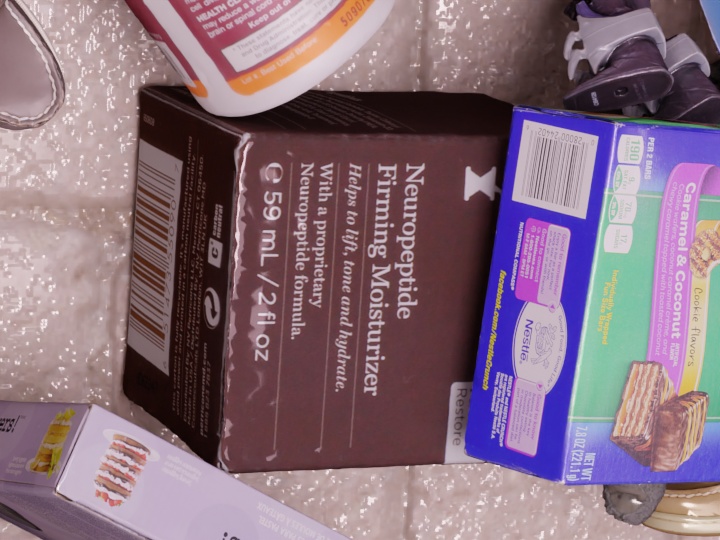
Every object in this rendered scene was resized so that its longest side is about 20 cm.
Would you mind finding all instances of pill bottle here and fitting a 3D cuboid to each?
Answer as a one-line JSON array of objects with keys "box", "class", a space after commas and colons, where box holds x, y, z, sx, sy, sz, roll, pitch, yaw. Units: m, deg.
[{"box": [-0.079, -0.180, 1.274, 0.114, 0.114, 0.200, -40, 116, -10], "class": "pill bottle"}]

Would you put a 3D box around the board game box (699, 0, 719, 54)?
[{"box": [0.209, -0.138, 1.469, 0.158, 0.039, 0.200, 50, 39, -29], "class": "board game box"}]

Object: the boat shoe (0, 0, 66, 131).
[{"box": [-0.214, -0.136, 1.328, 0.072, 0.059, 0.200, -47, 113, -7], "class": "boat shoe"}]

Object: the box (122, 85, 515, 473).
[{"box": [0.000, 0.000, 1.384, 0.199, 0.164, 0.167, -1, 101, -22], "class": "box"}]

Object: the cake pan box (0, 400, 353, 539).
[{"box": [-0.095, 0.126, 1.360, 0.200, 0.184, 0.052, 30, 77, -23], "class": "cake pan box"}]

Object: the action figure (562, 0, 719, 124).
[{"box": [0.122, -0.158, 1.406, 0.069, 0.201, 0.130, -23, 143, 15], "class": "action figure"}]

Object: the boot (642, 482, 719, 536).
[{"box": [0.235, 0.056, 1.539, 0.199, 0.073, 0.156, -15, 106, -20], "class": "boot"}]

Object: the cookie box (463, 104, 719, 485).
[{"box": [0.156, 0.013, 1.326, 0.199, 0.075, 0.172, 2, 100, -40], "class": "cookie box"}]

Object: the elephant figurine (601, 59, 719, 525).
[{"box": [0.170, 0.008, 1.475, 0.155, 0.142, 0.201, -18, 101, -2], "class": "elephant figurine"}]
